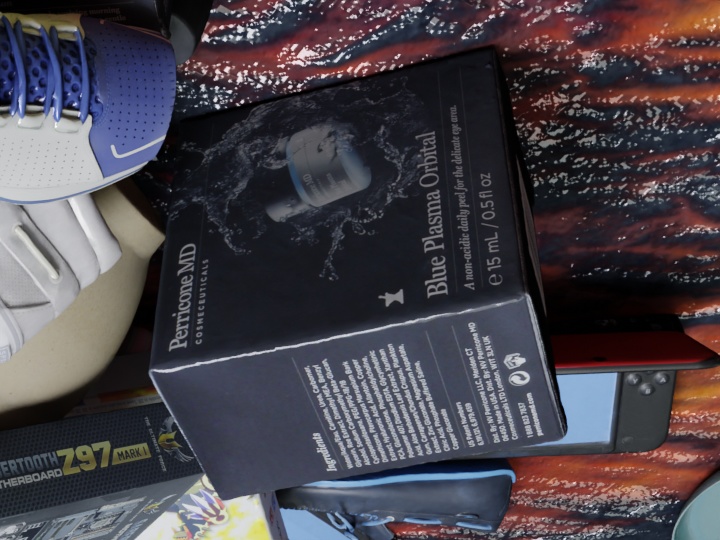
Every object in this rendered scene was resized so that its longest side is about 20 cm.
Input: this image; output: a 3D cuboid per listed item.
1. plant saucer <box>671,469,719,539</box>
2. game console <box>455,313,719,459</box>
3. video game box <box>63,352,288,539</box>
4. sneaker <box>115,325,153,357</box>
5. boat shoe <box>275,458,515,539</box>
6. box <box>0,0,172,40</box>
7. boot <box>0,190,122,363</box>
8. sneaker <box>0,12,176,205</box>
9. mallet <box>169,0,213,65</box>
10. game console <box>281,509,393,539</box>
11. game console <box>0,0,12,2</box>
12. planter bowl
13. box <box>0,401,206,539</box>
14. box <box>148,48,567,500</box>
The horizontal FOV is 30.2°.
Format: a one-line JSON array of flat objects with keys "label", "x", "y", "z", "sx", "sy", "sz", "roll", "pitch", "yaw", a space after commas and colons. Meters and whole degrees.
[{"label": "plant saucer", "x": 0.347, "y": 0.197, "z": 1.073, "sx": 0.197, "sy": 0.028, "sz": 0.202, "roll": -1, "pitch": 134, "yaw": -1}, {"label": "game console", "x": 0.124, "y": 0.093, "z": 0.892, "sx": 0.197, "sy": 0.119, "sz": 0.174, "roll": -2, "pitch": 126, "yaw": 1}, {"label": "video game box", "x": -0.160, "y": 0.147, "z": 0.887, "sx": 0.197, "sy": 0.047, "sz": 0.184, "roll": -10, "pitch": 122, "yaw": 8}, {"label": "sneaker", "x": -0.153, "y": 0.132, "z": 0.956, "sx": 0.104, "sy": 0.076, "sz": 0.201, "roll": 22, "pitch": 126, "yaw": -15}, {"label": "boat shoe", "x": 0.017, "y": 0.173, "z": 0.990, "sx": 0.197, "sy": 0.084, "sz": 0.070, "roll": 3, "pitch": 107, "yaw": -2}, {"label": "box", "x": -0.193, "y": -0.200, "z": 0.604, "sx": 0.197, "sy": 0.105, "sz": 0.184, "roll": -3, "pitch": 136, "yaw": 1}, {"label": "boot", "x": -0.198, "y": -0.060, "z": 0.623, "sx": 0.201, "sy": 0.095, "sz": 0.073, "roll": 56, "pitch": 151, "yaw": -12}, {"label": "sneaker", "x": -0.162, "y": -0.077, "z": 0.538, "sx": 0.197, "sy": 0.082, "sz": 0.115, "roll": -1, "pitch": 173, "yaw": -28}, {"label": "mallet", "x": -0.174, "y": -0.133, "z": 0.698, "sx": 0.197, "sy": 0.066, "sz": 0.041, "roll": -4, "pitch": 137, "yaw": 3}, {"label": "game console", "x": -0.089, "y": 0.253, "z": 1.051, "sx": 0.170, "sy": 0.119, "sz": 0.199, "roll": -32, "pitch": 128, "yaw": 27}, {"label": "game console", "x": -0.140, "y": -0.190, "z": 0.528, "sx": 0.197, "sy": 0.031, "sz": 0.179, "roll": -8, "pitch": 129, "yaw": 5}, {"label": "planter bowl", "x": -0.193, "y": -0.024, "z": 0.739, "sx": 0.134, "sy": 0.200, "sz": 0.201, "roll": -41, "pitch": 128, "yaw": 0}, {"label": "box", "x": -0.199, "y": 0.148, "z": 0.748, "sx": 0.156, "sy": 0.052, "sz": 0.200, "roll": -6, "pitch": 152, "yaw": -42}, {"label": "box", "x": 0.000, "y": 0.000, "z": 0.743, "sx": 0.197, "sy": 0.198, "sz": 0.118, "roll": -12, "pitch": 134, "yaw": 11}]
